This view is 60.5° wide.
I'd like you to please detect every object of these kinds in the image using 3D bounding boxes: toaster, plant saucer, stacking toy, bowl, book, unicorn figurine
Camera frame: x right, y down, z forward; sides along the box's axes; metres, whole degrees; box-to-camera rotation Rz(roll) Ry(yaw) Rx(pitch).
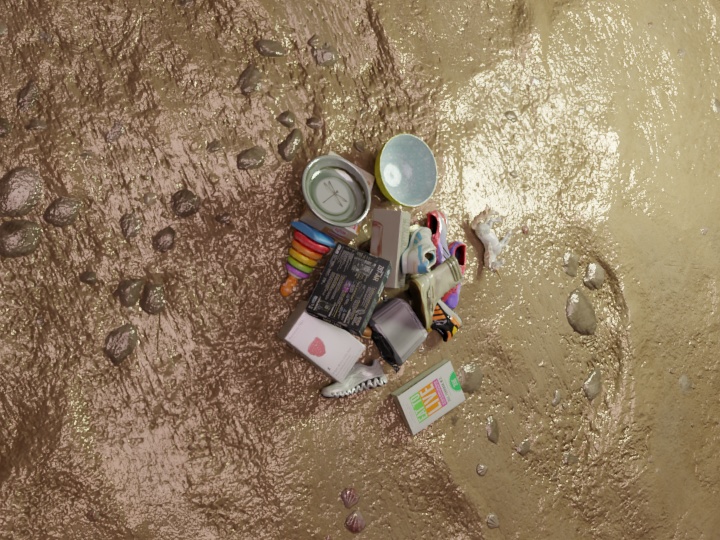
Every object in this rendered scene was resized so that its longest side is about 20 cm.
[{"bbox_3d":[0.099,0.173,1.739,0.129,0.113,0.202,-39,101,-18],"label":"toaster"},{"bbox_3d":[-0.069,-0.198,1.600,0.196,0.050,0.205,11,64,-24],"label":"plant saucer"},{"bbox_3d":[-0.162,-0.020,1.666,0.109,0.115,0.203,18,100,-56],"label":"stacking toy"},{"bbox_3d":[0.111,-0.276,1.750,0.196,0.107,0.206,2,87,-30],"label":"bowl"},{"bbox_3d":[0.202,0.370,1.808,0.197,0.048,0.136,-29,102,-19],"label":"book"},{"bbox_3d":[0.407,-0.089,1.881,0.137,0.074,0.201,-39,87,-6],"label":"unicorn figurine"}]

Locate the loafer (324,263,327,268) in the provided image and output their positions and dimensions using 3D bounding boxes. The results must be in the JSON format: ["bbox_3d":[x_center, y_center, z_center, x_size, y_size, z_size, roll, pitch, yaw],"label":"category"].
[{"bbox_3d":[0.000,0.000,1.717,0.196,0.063,0.073,9,49,-24],"label":"loafer"}]

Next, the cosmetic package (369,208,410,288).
[{"bbox_3d":[0.077,-0.059,1.658,0.085,0.103,0.205,6,91,19],"label":"cosmetic package"}]

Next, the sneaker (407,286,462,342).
[{"bbox_3d":[0.206,0.128,1.798,0.199,0.070,0.091,38,74,-16],"label":"sneaker"}]

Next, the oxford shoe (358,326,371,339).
[{"bbox_3d":[-0.035,0.110,1.647,0.199,0.071,0.071,41,98,-17],"label":"oxford shoe"}]

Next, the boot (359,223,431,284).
[{"bbox_3d":[0.104,-0.036,1.765,0.196,0.073,0.159,-16,90,-25],"label":"boot"}]

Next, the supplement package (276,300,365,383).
[{"bbox_3d":[-0.108,0.190,1.661,0.199,0.119,0.122,39,78,-13],"label":"supplement package"}]

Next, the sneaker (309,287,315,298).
[{"bbox_3d":[-0.042,0.069,1.706,0.195,0.085,0.079,-1,89,-18],"label":"sneaker"}]

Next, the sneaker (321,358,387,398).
[{"bbox_3d":[-0.023,0.304,1.720,0.196,0.075,0.083,-13,83,-25],"label":"sneaker"}]

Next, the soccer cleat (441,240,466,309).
[{"bbox_3d":[0.277,0.014,1.824,0.067,0.073,0.205,8,86,-18],"label":"soccer cleat"}]

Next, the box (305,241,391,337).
[{"bbox_3d":[-0.028,0.045,1.576,0.157,0.044,0.203,19,71,17],"label":"box"}]

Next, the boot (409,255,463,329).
[{"bbox_3d":[0.214,0.063,1.710,0.153,0.072,0.202,-33,140,-17],"label":"boot"}]

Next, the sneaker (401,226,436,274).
[{"bbox_3d":[0.171,-0.051,1.681,0.079,0.201,0.078,4,125,19],"label":"sneaker"}]

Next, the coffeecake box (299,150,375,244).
[{"bbox_3d":[-0.060,-0.198,1.679,0.151,0.073,0.204,27,59,-17],"label":"coffeecake box"}]

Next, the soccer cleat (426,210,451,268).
[{"bbox_3d":[0.221,-0.072,1.793,0.072,0.067,0.206,4,82,-51],"label":"soccer cleat"}]
